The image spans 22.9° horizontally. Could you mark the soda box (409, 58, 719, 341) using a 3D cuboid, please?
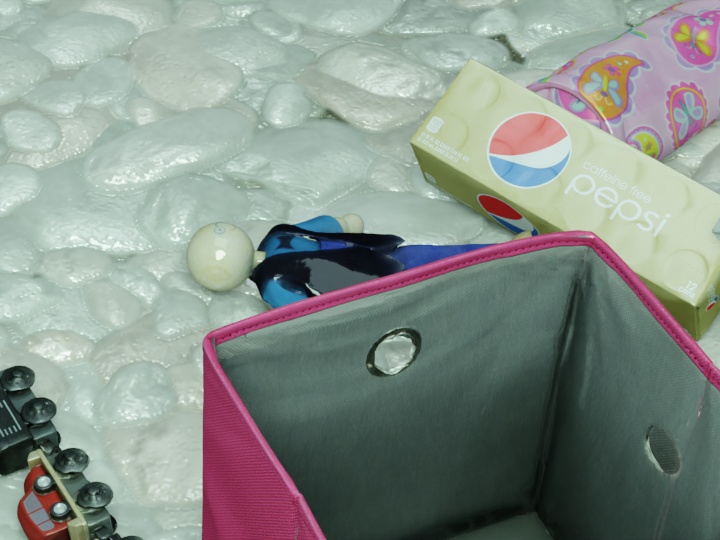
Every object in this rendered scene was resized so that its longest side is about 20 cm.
[{"bbox_3d":[0.131,-0.042,1.049,0.200,0.064,0.068,32,78,22],"label":"soda box"}]

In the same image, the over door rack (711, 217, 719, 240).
[{"bbox_3d":[0.237,0.066,0.905,0.200,0.067,0.148,23,75,46],"label":"over door rack"}]

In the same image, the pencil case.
[{"bbox_3d":[0.190,-0.120,1.162,0.087,0.087,0.200,34,48,29],"label":"pencil case"}]

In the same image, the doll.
[{"bbox_3d":[0.000,0.000,1.025,0.200,0.048,0.136,3,30,-5],"label":"doll"}]

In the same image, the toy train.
[{"bbox_3d":[-0.147,0.119,0.884,0.046,0.034,0.200,-22,48,-23],"label":"toy train"}]

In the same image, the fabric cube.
[{"bbox_3d":[0.054,0.134,0.765,0.196,0.199,0.200,-16,45,-21],"label":"fabric cube"}]
